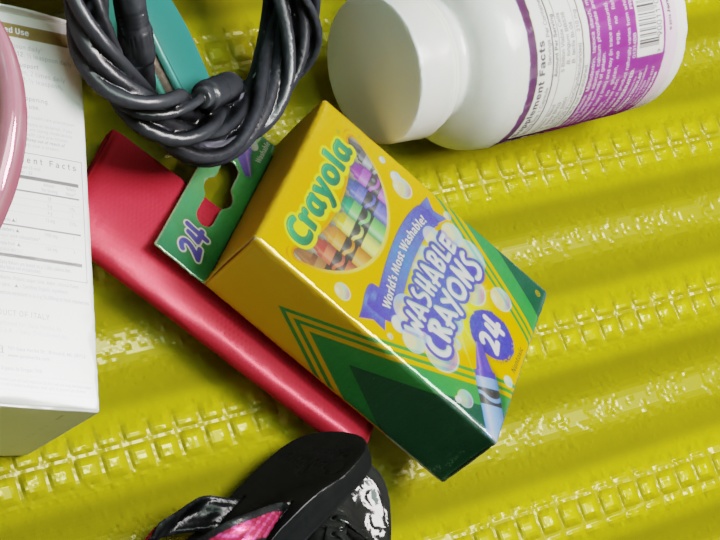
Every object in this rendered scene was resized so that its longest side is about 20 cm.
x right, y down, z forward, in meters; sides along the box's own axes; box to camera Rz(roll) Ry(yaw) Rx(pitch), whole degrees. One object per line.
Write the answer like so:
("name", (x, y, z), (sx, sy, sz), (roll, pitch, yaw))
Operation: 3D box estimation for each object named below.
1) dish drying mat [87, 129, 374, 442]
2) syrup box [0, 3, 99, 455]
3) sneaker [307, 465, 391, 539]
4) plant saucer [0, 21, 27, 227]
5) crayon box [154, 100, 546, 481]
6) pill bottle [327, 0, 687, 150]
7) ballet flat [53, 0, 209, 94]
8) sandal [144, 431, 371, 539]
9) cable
("dish drying mat", (-0.067, 0.013, 1.143), (0.200, 0.018, 0.077), (39, 45, -15))
("syrup box", (-0.180, -0.020, 1.046), (0.081, 0.079, 0.202), (7, 67, -34))
("sneaker", (-0.008, 0.170, 1.066), (0.060, 0.104, 0.201), (33, 56, -17))
("plant saucer", (-0.239, -0.051, 0.985), (0.198, 0.051, 0.203), (-4, 71, 12))
("crayon box", (0.000, 0.000, 1.159), (0.200, 0.052, 0.126), (39, 40, -13))
("pill bottle", (0.082, -0.130, 1.247), (0.199, 0.112, 0.113), (-15, 79, -36))
("ballet flat", (-0.140, -0.149, 1.129), (0.068, 0.070, 0.201), (-86, 157, -56))
("sandal", (-0.068, 0.128, 1.060), (0.200, 0.075, 0.045), (-45, 128, -41))
("cable", (-0.076, -0.134, 1.109), (0.200, 0.050, 0.165), (38, 55, -53))
